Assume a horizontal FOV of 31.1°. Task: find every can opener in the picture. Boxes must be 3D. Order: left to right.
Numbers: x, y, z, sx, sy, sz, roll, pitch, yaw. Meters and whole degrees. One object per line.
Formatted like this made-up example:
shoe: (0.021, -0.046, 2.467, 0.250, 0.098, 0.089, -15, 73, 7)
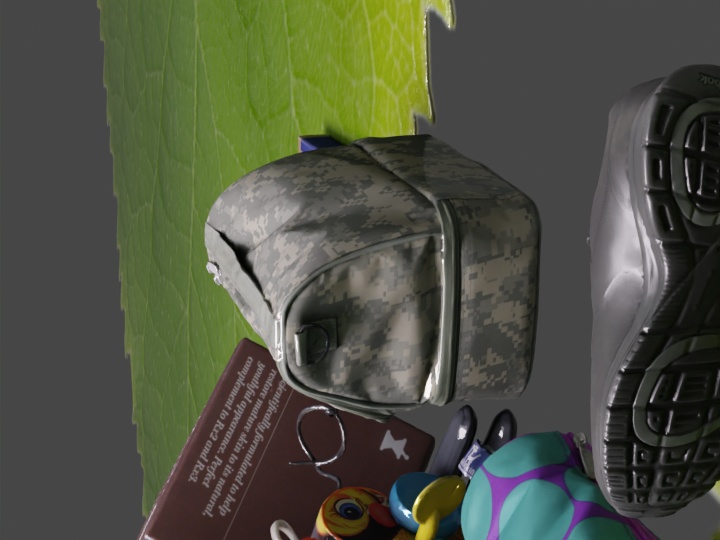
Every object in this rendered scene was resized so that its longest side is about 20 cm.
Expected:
can opener: (0.055, 0.168, 0.844, 0.079, 0.062, 0.202, -116, 28, -48)

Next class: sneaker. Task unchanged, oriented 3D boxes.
sneaker: (0.137, 0.010, 0.586, 0.091, 0.075, 0.203, -145, 61, -75)

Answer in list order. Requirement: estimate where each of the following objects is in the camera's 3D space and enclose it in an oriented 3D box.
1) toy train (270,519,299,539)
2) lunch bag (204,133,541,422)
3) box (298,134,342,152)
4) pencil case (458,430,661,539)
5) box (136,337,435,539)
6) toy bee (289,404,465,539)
toy train: (-0.012, 0.258, 0.793, 0.201, 0.055, 0.150, 52, -172, -13)
lunch bag: (0.000, 0.000, 0.813, 0.200, 0.165, 0.141, -132, 42, -61)
box: (-0.011, -0.032, 1.047, 0.200, 0.032, 0.123, -143, 52, -64)
pencil case: (0.120, 0.149, 0.619, 0.093, 0.084, 0.200, -64, 27, 9)
box: (-0.070, 0.187, 0.973, 0.167, 0.163, 0.200, -64, 4, -29)
toy bee: (0.011, 0.174, 0.775, 0.198, 0.108, 0.133, 10, 112, 34)
